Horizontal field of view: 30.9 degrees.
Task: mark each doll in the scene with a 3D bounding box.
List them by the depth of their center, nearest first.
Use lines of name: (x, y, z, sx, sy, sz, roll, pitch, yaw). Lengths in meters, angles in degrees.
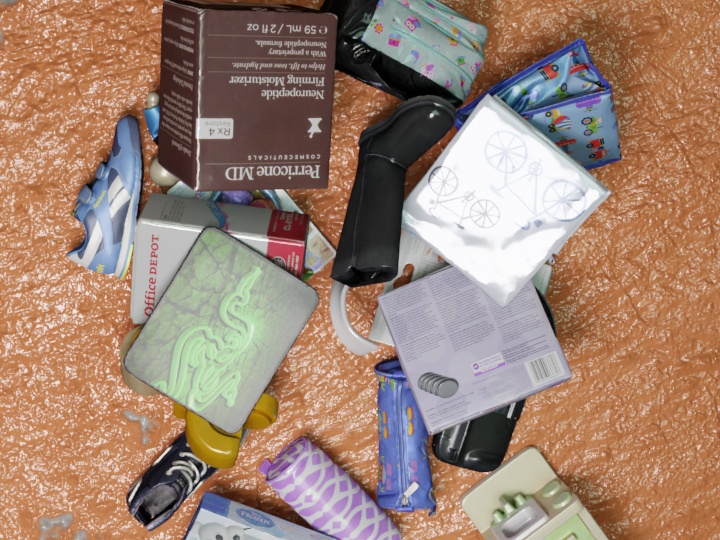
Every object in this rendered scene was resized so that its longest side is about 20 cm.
doll: (-0.196, -0.190, 1.595, 0.136, 0.048, 0.200, 31, 92, -16)

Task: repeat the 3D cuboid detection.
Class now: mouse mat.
mouse mat: (-0.161, 0.070, 1.512, 0.161, 0.008, 0.200, 31, 94, -4)

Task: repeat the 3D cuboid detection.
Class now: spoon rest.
spoon rest: (0.000, 0.000, 1.597, 0.060, 0.099, 0.201, 21, 61, -30)

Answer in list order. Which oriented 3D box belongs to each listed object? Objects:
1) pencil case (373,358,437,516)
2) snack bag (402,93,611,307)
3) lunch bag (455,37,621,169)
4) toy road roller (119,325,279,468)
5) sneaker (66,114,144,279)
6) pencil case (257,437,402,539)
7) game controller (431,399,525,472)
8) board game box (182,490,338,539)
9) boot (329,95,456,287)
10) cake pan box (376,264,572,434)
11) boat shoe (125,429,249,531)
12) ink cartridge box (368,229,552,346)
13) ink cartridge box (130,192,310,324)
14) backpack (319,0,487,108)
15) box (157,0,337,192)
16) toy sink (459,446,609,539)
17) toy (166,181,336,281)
pencil case: (0.057, 0.214, 1.668, 0.078, 0.087, 0.201, -1, 97, 2)
snack bag: (0.165, -0.077, 1.553, 0.188, 0.021, 0.200, 38, 109, -1)
lunch bag: (0.209, -0.169, 1.606, 0.199, 0.151, 0.094, -24, 57, 2)
toy road roller: (-0.198, 0.156, 1.578, 0.199, 0.123, 0.147, 9, 69, -6)
sneaker: (-0.306, -0.091, 1.581, 0.082, 0.074, 0.201, 9, 95, -7)
pencil case: (-0.034, 0.305, 1.674, 0.200, 0.085, 0.084, 49, 52, -11)
game controller: (0.166, 0.166, 1.707, 0.104, 0.042, 0.201, 16, 96, -25)
board game box: (-0.141, 0.396, 1.650, 0.198, 0.043, 0.200, 23, 116, -8)
boot: (0.039, -0.089, 1.521, 0.065, 0.165, 0.201, 26, 62, -24)
cake pan box: (0.142, 0.082, 1.603, 0.199, 0.052, 0.185, -23, 79, 0)
boat shoe: (-0.211, 0.246, 1.629, 0.075, 0.093, 0.200, 44, 90, -11)
ink cartridge box: (0.128, 0.046, 1.662, 0.199, 0.047, 0.161, 16, 79, 10)
ink cartridge box: (-0.169, -0.003, 1.573, 0.199, 0.083, 0.146, 8, 119, -1)
backpack: (0.054, -0.271, 1.569, 0.199, 0.167, 0.127, 23, 95, -19)
box: (-0.133, -0.204, 1.497, 0.165, 0.164, 0.201, -3, 106, -23)
toy sink: (0.243, 0.352, 1.700, 0.130, 0.112, 0.200, -36, 101, -2)
toy: (-0.133, -0.057, 1.623, 0.115, 0.047, 0.200, -41, 102, -2)
